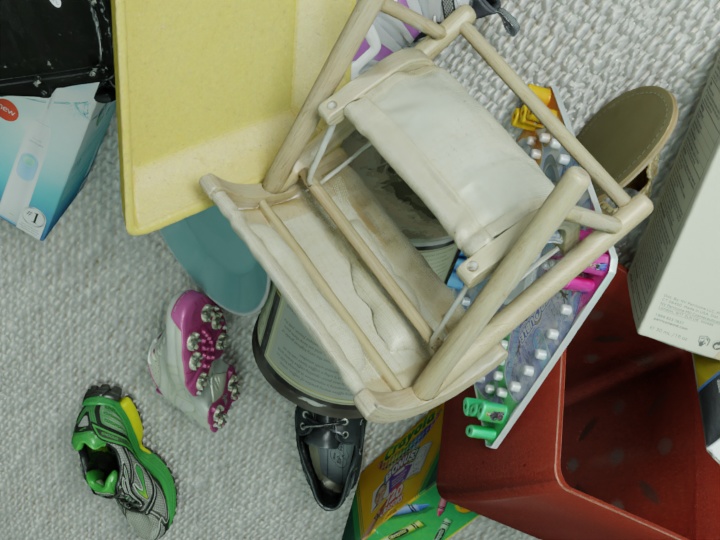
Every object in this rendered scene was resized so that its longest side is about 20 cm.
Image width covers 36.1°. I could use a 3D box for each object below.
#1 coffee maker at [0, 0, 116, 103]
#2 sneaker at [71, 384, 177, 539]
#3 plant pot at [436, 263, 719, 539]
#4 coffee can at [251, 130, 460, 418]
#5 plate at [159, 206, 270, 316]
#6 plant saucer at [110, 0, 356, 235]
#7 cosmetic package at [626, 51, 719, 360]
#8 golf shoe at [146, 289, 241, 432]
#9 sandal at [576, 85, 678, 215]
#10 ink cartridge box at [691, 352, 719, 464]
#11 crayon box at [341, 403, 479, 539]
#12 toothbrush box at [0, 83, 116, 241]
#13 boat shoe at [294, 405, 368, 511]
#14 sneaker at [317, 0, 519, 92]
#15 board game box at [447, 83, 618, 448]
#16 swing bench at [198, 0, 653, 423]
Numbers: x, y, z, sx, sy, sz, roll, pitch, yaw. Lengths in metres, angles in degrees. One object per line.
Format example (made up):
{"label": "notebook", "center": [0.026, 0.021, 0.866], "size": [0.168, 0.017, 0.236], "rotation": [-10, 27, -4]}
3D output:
{"label": "coffee maker", "center": [-0.220, -0.223, 0.769], "size": [0.189, 0.201, 0.136], "rotation": [15, 128, 4]}
{"label": "sneaker", "center": [-0.264, 0.225, 1.199], "size": [0.077, 0.086, 0.202], "rotation": [-6, 125, 21]}
{"label": "plant pot", "center": [0.170, 0.126, 0.908], "size": [0.198, 0.203, 0.175], "rotation": [27, 146, -29]}
{"label": "coffee can", "center": [0.000, 0.000, 0.906], "size": [0.144, 0.147, 0.202], "rotation": [20, 130, 1]}
{"label": "plate", "center": [-0.129, -0.057, 0.931], "size": [0.199, 0.025, 0.202], "rotation": [38, 145, 33]}
{"label": "plant saucer", "center": [-0.088, -0.147, 0.722], "size": [0.048, 0.199, 0.203], "rotation": [32, 133, 32]}
{"label": "cosmetic package", "center": [0.261, -0.051, 0.789], "size": [0.072, 0.104, 0.203], "rotation": [18, 117, 0]}
{"label": "golf shoe", "center": [-0.172, 0.083, 1.054], "size": [0.090, 0.076, 0.202], "rotation": [20, 145, 16]}
{"label": "sandal", "center": [0.191, -0.061, 0.864], "size": [0.069, 0.079, 0.212], "rotation": [20, 139, -25]}
{"label": "ink cartridge box", "center": [0.322, 0.026, 0.780], "size": [0.047, 0.198, 0.200], "rotation": [39, 117, -7]}
{"label": "crayon box", "center": [0.062, 0.206, 1.064], "size": [0.058, 0.120, 0.200], "rotation": [34, 128, -11]}
{"label": "toothbrush box", "center": [-0.283, -0.145, 0.916], "size": [0.145, 0.086, 0.201], "rotation": [31, 132, -8]}
{"label": "boat shoe", "center": [-0.031, 0.158, 1.089], "size": [0.073, 0.067, 0.202], "rotation": [12, 129, 8]}
{"label": "sneaker", "center": [0.045, -0.179, 0.801], "size": [0.137, 0.078, 0.202], "rotation": [15, 130, 6]}
{"label": "board game box", "center": [0.113, -0.006, 0.834], "size": [0.025, 0.202, 0.201], "rotation": [11, 132, -17]}
{"label": "swing bench", "center": [0.036, -0.045, 0.701], "size": [0.200, 0.129, 0.200], "rotation": [-47, 64, 20]}
